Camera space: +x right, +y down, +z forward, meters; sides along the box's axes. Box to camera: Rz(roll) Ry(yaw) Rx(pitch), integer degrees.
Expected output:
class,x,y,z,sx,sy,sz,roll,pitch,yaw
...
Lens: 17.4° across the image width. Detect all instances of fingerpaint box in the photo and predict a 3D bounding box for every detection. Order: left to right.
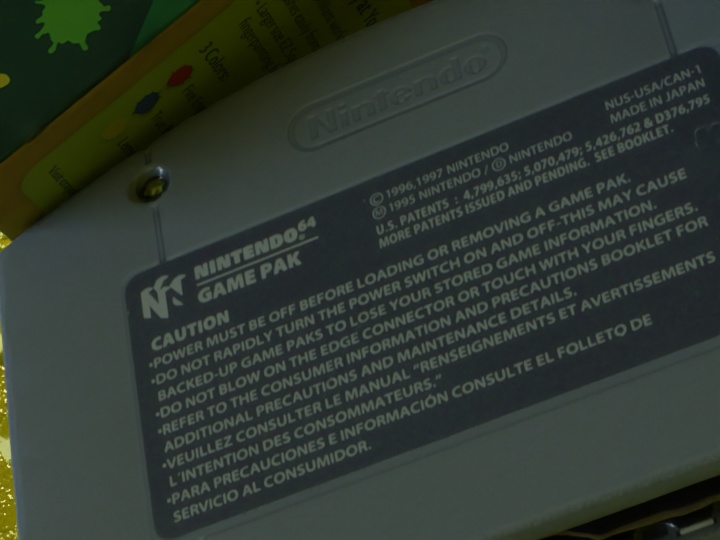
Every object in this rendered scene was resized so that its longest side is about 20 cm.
class,x,y,z,sx,sy,sz,roll,pitch,yaw
fingerpaint box,-0.024,-0.064,0.602,0.073,0.167,0.200,50,179,20

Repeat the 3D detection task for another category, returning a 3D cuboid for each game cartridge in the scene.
class,x,y,z,sx,sy,sz,roll,pitch,yaw
game cartridge,0.020,0.006,0.484,0.041,0.199,0.134,49,-156,-54
